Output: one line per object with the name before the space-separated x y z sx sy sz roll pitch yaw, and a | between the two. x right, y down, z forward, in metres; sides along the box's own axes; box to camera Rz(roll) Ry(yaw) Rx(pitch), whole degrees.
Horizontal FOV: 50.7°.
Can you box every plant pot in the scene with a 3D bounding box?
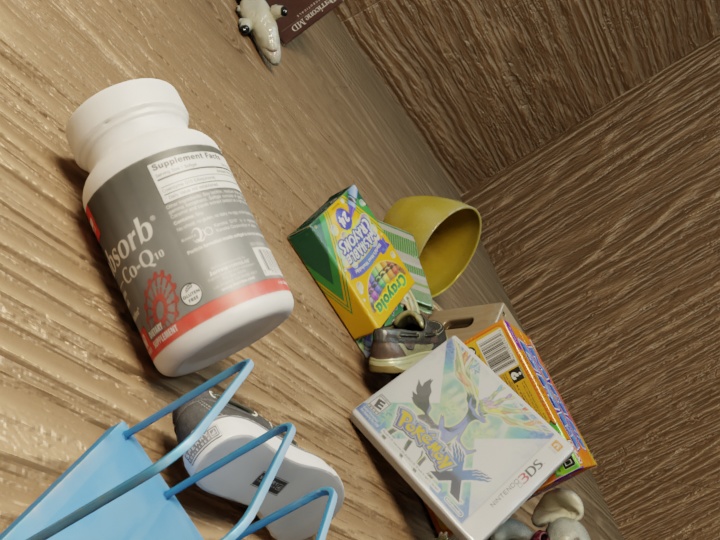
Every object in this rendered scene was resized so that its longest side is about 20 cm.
plant pot | 0.123 -0.068 1.505 0.141 0.202 0.200 36 0 32

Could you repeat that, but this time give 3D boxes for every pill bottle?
pill bottle | -0.142 -0.033 0.581 0.203 0.115 0.116 62 14 10

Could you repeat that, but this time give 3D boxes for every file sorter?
file sorter | -0.069 0.172 0.414 0.202 0.121 0.139 58 13 -7

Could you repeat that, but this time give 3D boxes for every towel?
towel | 0.048 -0.018 1.308 0.150 0.024 0.202 21 35 -27

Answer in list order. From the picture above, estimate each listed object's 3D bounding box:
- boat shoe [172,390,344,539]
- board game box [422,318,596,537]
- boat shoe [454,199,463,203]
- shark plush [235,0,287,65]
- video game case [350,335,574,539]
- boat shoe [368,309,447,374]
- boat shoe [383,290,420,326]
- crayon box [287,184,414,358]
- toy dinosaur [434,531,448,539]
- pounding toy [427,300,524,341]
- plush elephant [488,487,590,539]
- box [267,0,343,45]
boat shoe | -0.077 0.145 0.571 0.066 0.070 0.200 46 -1 38
board game box | 0.174 0.215 1.026 0.203 0.198 0.199 64 15 21
boat shoe | 0.384 -0.195 2.893 0.066 0.074 0.202 33 26 -34
shark plush | -0.202 -0.461 1.412 0.200 0.090 0.084 45 -17 36
video game case | 0.117 0.187 0.872 0.200 0.181 0.022 43 -36 25
boat shoe | 0.070 0.087 1.026 0.200 0.070 0.068 -18 110 -62
boat shoe | 0.055 0.083 1.144 0.063 0.072 0.204 36 34 -68
crayon box | 0.000 0.000 1.050 0.202 0.051 0.126 57 41 -13
toy dinosaur | 0.099 0.339 0.775 0.102 0.077 0.201 41 15 -17
pounding toy | 0.181 0.130 1.287 0.185 0.198 0.143 53 50 -25
plush elephant | 0.248 0.392 1.019 0.167 0.153 0.200 64 13 2
box | -0.164 -0.631 1.598 0.200 0.164 0.166 46 19 -42
